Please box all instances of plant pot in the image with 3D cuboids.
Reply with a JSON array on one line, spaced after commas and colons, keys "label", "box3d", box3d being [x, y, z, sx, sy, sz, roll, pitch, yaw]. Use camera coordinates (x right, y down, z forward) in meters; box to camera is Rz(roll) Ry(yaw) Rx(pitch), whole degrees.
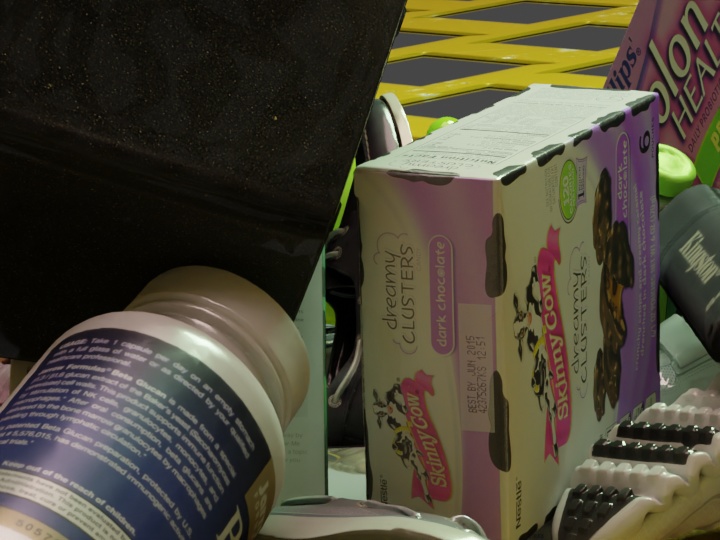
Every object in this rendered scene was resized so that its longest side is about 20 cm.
[{"label": "plant pot", "box3d": [-0.088, -0.069, 1.184, 0.176, 0.201, 0.200, 19, -32, -3]}]

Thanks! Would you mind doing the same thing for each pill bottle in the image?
[{"label": "pill bottle", "box3d": [-0.095, 0.086, 1.062, 0.110, 0.112, 0.200, 3, 35, 27]}]

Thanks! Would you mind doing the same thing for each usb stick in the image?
[{"label": "usb stick", "box3d": [0.169, 0.001, 1.292, 0.055, 0.033, 0.200, -38, 14, 6]}]

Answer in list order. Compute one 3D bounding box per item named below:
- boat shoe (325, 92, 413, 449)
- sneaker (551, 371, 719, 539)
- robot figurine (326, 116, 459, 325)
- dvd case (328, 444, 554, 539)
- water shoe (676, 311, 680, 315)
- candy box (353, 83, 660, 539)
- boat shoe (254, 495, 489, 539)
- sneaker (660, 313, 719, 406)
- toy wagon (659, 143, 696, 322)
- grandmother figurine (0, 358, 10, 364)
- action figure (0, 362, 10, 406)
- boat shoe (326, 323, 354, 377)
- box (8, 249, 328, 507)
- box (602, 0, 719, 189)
[{"label": "boat shoe", "box3d": [0.000, 0.000, 1.408, 0.062, 0.201, 0.073, -2, -23, -3]}, {"label": "sneaker", "box3d": [0.172, 0.085, 1.231, 0.199, 0.081, 0.075, -32, 21, -25]}, {"label": "robot figurine", "box3d": [0.017, -0.019, 1.640, 0.199, 0.117, 0.175, 9, 26, 41]}, {"label": "dvd case", "box3d": [-0.002, 0.108, 1.293, 0.198, 0.018, 0.143, -3, 13, 3]}, {"label": "water shoe", "box3d": [0.134, 0.022, 1.579, 0.199, 0.072, 0.079, -6, -10, -28]}, {"label": "candy box", "box3d": [0.071, 0.017, 1.245, 0.071, 0.169, 0.200, 5, 16, 25]}, {"label": "boat shoe", "box3d": [0.016, 0.120, 1.104, 0.200, 0.071, 0.071, 4, 20, 44]}, {"label": "sneaker", "box3d": [0.183, 0.024, 1.395, 0.198, 0.116, 0.075, -6, 12, -12]}, {"label": "toy wagon", "box3d": [0.127, 0.006, 1.434, 0.199, 0.156, 0.040, -13, 49, -39]}, {"label": "grandmother figurine", "box3d": [-0.194, 0.034, 1.480, 0.199, 0.122, 0.061, 13, 37, -33]}, {"label": "action figure", "box3d": [-0.172, 0.080, 1.321, 0.198, 0.135, 0.149, 11, -29, 9]}, {"label": "boat shoe", "box3d": [-0.065, 0.028, 1.456, 0.199, 0.093, 0.075, -9, -16, -23]}, {"label": "box", "box3d": [-0.086, 0.037, 1.246, 0.143, 0.201, 0.036, 1, -28, -3]}, {"label": "box", "box3d": [0.234, -0.079, 1.519, 0.096, 0.177, 0.201, -9, 50, -29]}]
